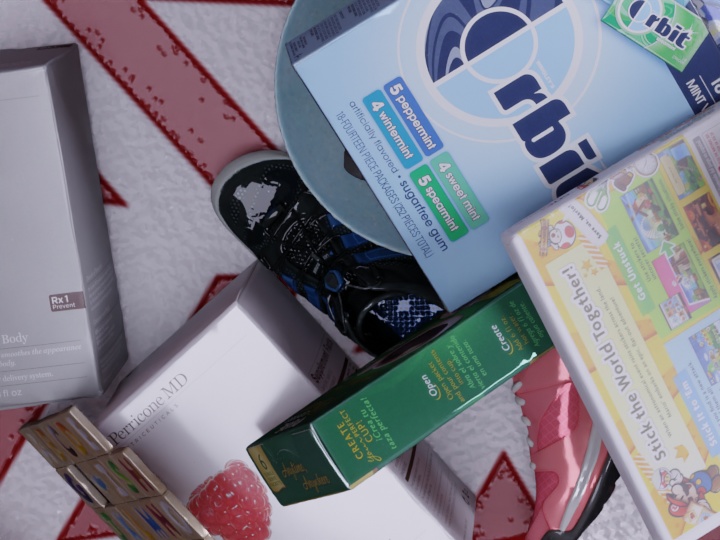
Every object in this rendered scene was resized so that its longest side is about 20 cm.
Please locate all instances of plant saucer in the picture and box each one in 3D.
[{"bbox_3d":[0.051,-0.108,1.616,0.200,0.039,0.202,0,96,4],"label":"plant saucer"}]

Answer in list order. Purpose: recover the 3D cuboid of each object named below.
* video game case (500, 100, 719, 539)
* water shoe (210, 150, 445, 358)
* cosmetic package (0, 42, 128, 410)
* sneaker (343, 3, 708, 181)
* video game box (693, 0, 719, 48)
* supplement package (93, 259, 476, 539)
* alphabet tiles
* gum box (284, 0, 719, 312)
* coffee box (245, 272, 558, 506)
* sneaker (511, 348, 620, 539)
[{"bbox_3d":[0.195,0.022,1.503,0.182,0.023,0.201,-31,105,-11],"label":"video game case"},{"bbox_3d":[0.000,0.000,1.630,0.200,0.079,0.072,34,103,-3],"label":"water shoe"},{"bbox_3d":[-0.206,-0.026,1.638,0.106,0.090,0.201,-8,105,9],"label":"cosmetic package"},{"bbox_3d":[0.092,-0.099,1.564,0.199,0.060,0.105,2,105,-4],"label":"sneaker"},{"bbox_3d":[0.250,-0.121,1.600,0.199,0.047,0.183,4,105,3],"label":"video game box"},{"bbox_3d":[-0.042,0.115,1.638,0.121,0.120,0.200,-42,96,12],"label":"supplement package"},{"bbox_3d":[-0.123,0.145,1.622,0.008,0.200,0.167,-44,96,-16],"label":"alphabet tiles"},{"bbox_3d":[0.088,-0.100,1.506,0.199,0.045,0.170,-31,112,6],"label":"gum box"},{"bbox_3d":[0.040,0.056,1.528,0.200,0.123,0.044,-33,93,-23],"label":"coffee box"},{"bbox_3d":[0.121,0.073,1.652,0.086,0.074,0.201,19,100,14],"label":"sneaker"}]
